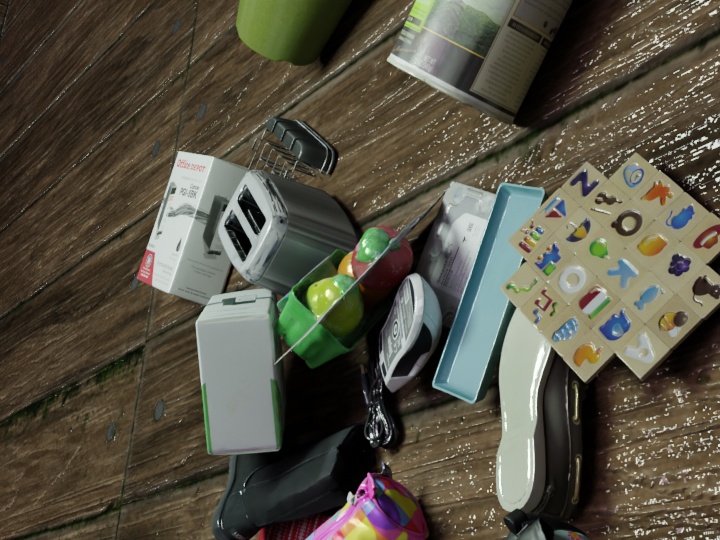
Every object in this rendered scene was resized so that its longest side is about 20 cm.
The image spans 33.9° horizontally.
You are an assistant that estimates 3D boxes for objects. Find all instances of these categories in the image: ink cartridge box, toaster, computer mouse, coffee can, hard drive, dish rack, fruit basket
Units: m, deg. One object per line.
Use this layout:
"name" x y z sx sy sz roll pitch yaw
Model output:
"ink cartridge box" -0.234 -0.062 1.698 0.146 0.082 0.203 15 86 60
"toaster" -0.085 -0.035 1.403 0.115 0.128 0.201 -59 33 19
"computer mouse" 0.045 0.083 1.177 0.201 0.043 0.111 114 158 -48
"coffee can" 0.132 -0.267 1.174 0.202 0.145 0.146 -64 32 11
"hard drive" 0.125 -0.002 1.143 0.199 0.037 0.142 28 97 60
"ink cartridge box" -0.129 0.107 1.322 0.200 0.082 0.149 -107 12 -84
"dish rack" -0.118 -0.097 1.566 0.202 0.054 0.153 -65 30 13
"fruit basket" 0.000 0.000 1.228 0.201 0.093 0.185 -53 -5 32

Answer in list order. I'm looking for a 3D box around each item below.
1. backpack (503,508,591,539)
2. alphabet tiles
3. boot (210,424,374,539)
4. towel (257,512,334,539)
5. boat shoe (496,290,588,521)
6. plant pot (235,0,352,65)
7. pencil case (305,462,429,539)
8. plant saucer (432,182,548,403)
"backpack" 0.178 0.271 0.823 0.199 0.125 0.170 15 97 58
"alphabet tiles" 0.209 -0.005 0.978 0.166 0.006 0.200 -45 44 6
"boot" -0.066 0.208 1.294 0.199 0.065 0.166 -34 29 37
"towel" -0.064 0.331 1.269 0.199 0.022 0.147 -4 68 55
"boat shoe" 0.158 0.111 1.005 0.072 0.060 0.205 -33 43 55
"plant pot" -0.080 -0.383 1.566 0.201 0.197 0.191 -109 35 -46
"pencil case" -0.022 0.280 1.150 0.200 0.088 0.089 -49 36 19
"plant saucer" 0.121 0.020 1.084 0.070 0.019 0.203 16 88 58
